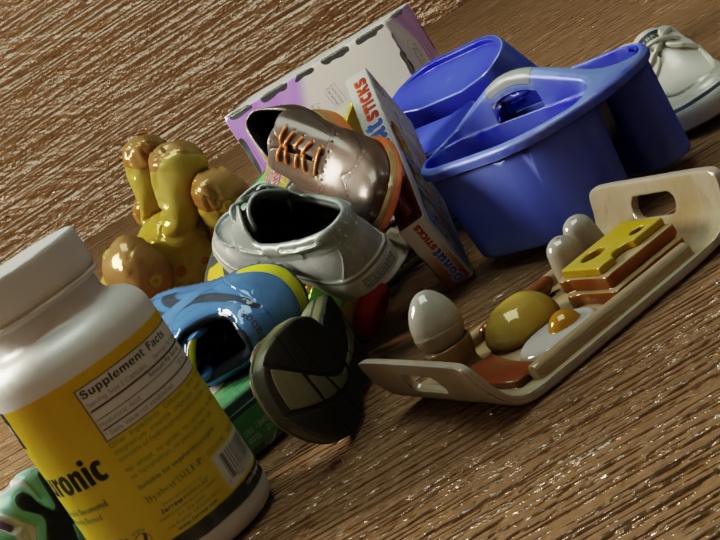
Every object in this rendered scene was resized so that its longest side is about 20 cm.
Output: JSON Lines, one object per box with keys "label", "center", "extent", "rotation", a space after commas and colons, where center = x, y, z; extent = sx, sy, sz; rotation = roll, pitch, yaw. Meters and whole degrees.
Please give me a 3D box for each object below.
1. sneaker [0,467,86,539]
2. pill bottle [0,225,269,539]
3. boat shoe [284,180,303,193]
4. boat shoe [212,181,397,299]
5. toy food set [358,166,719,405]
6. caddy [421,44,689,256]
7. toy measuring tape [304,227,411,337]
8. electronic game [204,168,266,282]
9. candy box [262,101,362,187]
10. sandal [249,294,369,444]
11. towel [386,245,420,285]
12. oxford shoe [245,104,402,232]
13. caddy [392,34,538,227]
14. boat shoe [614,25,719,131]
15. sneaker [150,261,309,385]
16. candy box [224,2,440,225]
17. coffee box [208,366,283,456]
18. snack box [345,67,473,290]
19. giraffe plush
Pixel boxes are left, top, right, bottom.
{"label": "sneaker", "center": [-0.262, 0.205, 1.048], "extent": [0.139, 0.078, 0.200], "rotation": [-27, 12, 26]}
{"label": "pill bottle", "center": [-0.149, 0.079, 0.957], "extent": [0.111, 0.201, 0.111], "rotation": [-31, 10, 6]}
{"label": "boat shoe", "center": [-0.065, -0.003, 1.242], "extent": [0.071, 0.060, 0.202], "rotation": [-13, 48, 44]}
{"label": "boat shoe", "center": [-0.053, -0.032, 1.145], "extent": [0.070, 0.072, 0.200], "rotation": [-49, 31, -20]}
{"label": "toy food set", "center": [0.104, 0.006, 0.932], "extent": [0.200, 0.061, 0.143], "rotation": [-37, 11, -20]}
{"label": "caddy", "center": [0.129, -0.092, 1.125], "extent": [0.141, 0.105, 0.200], "rotation": [-40, 12, -29]}
{"label": "toy measuring tape", "center": [0.000, 0.000, 1.210], "extent": [0.073, 0.074, 0.200], "rotation": [-25, 16, 35]}
{"label": "electronic game", "center": [-0.071, -0.046, 1.440], "extent": [0.200, 0.042, 0.201], "rotation": [-42, 26, 26]}
{"label": "candy box", "center": [-0.053, -0.044, 1.348], "extent": [0.102, 0.026, 0.201], "rotation": [-25, 41, 42]}
{"label": "sandal", "center": [-0.037, 0.068, 1.026], "extent": [0.057, 0.080, 0.201], "rotation": [-25, 3, 11]}
{"label": "towel", "center": [-0.032, 0.019, 1.368], "extent": [0.143, 0.023, 0.200], "rotation": [-39, 13, -27]}
{"label": "oxford shoe", "center": [-0.030, -0.076, 1.181], "extent": [0.200, 0.072, 0.072], "rotation": [36, 110, 62]}
{"label": "caddy", "center": [0.094, -0.107, 1.360], "extent": [0.200, 0.105, 0.142], "rotation": [-16, 43, 56]}
{"label": "boat shoe", "center": [0.231, -0.149, 1.228], "extent": [0.071, 0.070, 0.200], "rotation": [-32, 10, 1]}
{"label": "sneaker", "center": [-0.125, 0.052, 1.136], "extent": [0.199, 0.066, 0.078], "rotation": [-22, 15, 41]}
{"label": "candy box", "center": [0.001, -0.127, 1.526], "extent": [0.199, 0.168, 0.072], "rotation": [-26, 12, 30]}
{"label": "coffee box", "center": [-0.124, 0.116, 1.141], "extent": [0.123, 0.044, 0.200], "rotation": [-38, 12, -34]}
{"label": "snack box", "center": [0.035, -0.073, 1.219], "extent": [0.024, 0.072, 0.201], "rotation": [-33, 39, 12]}
{"label": "giraffe plush", "center": [-0.198, -0.010, 1.594], "extent": [0.172, 0.201, 0.162], "rotation": [16, 50, 43]}
